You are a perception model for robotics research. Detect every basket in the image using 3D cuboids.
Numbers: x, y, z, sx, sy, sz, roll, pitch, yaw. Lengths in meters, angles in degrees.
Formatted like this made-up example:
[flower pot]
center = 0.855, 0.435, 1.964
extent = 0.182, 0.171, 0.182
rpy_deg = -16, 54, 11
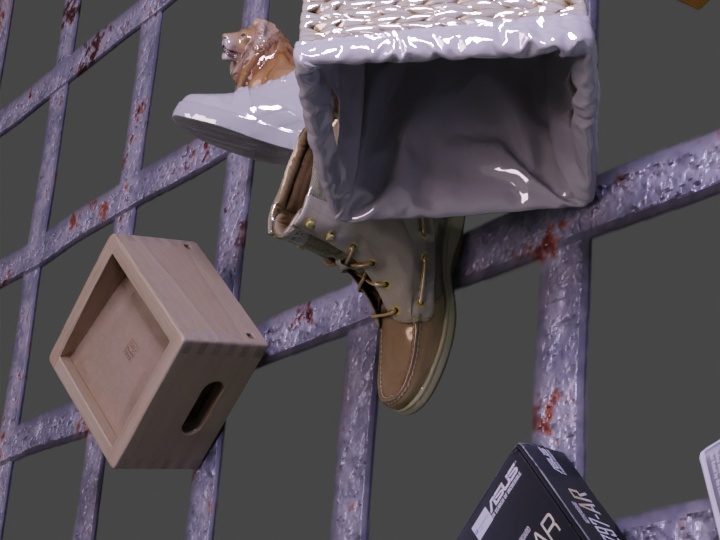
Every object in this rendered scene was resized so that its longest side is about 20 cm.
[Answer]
[basket]
center = 0.064, -0.153, 1.158
extent = 0.199, 0.198, 0.162
rpy_deg = 76, -166, -59

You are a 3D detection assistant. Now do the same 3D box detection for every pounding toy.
[pounding toy]
center = -0.194, 0.087, 1.588
extent = 0.184, 0.142, 0.201
rpy_deg = 51, 122, 38

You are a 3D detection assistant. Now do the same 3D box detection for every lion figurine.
[lion figurine]
center = -0.065, -0.168, 1.563
extent = 0.199, 0.072, 0.123
rpy_deg = 20, 84, 45

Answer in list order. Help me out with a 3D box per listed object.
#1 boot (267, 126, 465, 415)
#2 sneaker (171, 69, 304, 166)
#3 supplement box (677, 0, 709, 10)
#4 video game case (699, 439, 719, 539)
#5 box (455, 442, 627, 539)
[boot]
center = 0.000, 0.000, 1.278
extent = 0.072, 0.154, 0.202
rpy_deg = -14, 63, 54
[sneaker]
center = -0.060, -0.155, 1.462
extent = 0.074, 0.198, 0.116
rpy_deg = 57, -133, -72
[supplement box]
center = 0.242, -0.288, 1.089
extent = 0.200, 0.109, 0.109
rpy_deg = -43, 42, 38
[video game case]
center = 0.274, 0.148, 0.904
extent = 0.182, 0.023, 0.201
rpy_deg = -42, 43, 39
[box]
center = 0.105, 0.241, 1.102
extent = 0.201, 0.043, 0.160
rpy_deg = -60, 34, 20
